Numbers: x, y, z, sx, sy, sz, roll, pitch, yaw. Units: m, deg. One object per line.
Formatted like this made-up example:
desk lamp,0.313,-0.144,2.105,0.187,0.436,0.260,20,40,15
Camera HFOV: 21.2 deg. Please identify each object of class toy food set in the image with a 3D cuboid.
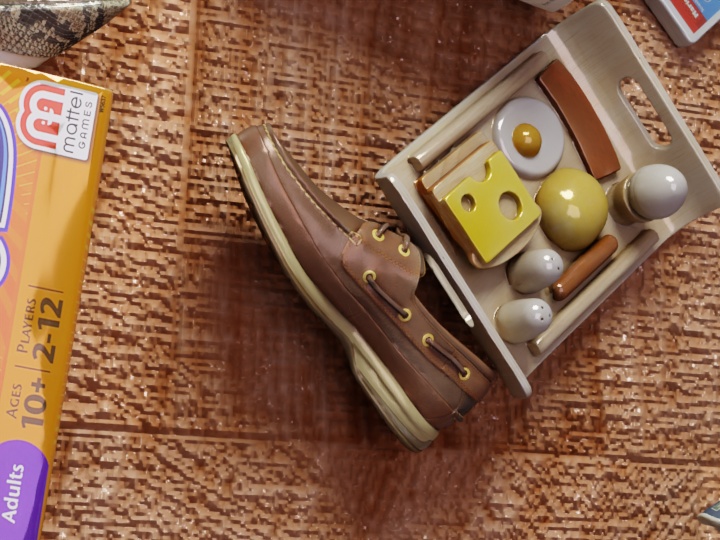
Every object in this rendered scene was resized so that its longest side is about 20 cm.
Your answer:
toy food set,0.111,-0.043,1.077,0.200,0.060,0.144,-40,101,-33

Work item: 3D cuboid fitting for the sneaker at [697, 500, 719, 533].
sneaker,0.232,0.213,1.060,0.089,0.067,0.202,-6,87,-15

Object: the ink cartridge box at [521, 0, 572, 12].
ink cartridge box,0.049,-0.250,1.063,0.199,0.084,0.147,19,78,-14

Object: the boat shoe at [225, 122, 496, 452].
boat shoe,0.000,0.000,1.025,0.067,0.072,0.201,-34,105,2

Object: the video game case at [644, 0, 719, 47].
video game case,0.222,-0.252,1.182,0.200,0.017,0.143,-42,102,-21

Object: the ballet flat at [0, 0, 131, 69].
ballet flat,-0.218,-0.123,0.964,0.198,0.068,0.076,6,104,-17

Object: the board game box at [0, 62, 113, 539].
board game box,-0.244,0.011,0.857,0.198,0.200,0.202,11,80,-22
